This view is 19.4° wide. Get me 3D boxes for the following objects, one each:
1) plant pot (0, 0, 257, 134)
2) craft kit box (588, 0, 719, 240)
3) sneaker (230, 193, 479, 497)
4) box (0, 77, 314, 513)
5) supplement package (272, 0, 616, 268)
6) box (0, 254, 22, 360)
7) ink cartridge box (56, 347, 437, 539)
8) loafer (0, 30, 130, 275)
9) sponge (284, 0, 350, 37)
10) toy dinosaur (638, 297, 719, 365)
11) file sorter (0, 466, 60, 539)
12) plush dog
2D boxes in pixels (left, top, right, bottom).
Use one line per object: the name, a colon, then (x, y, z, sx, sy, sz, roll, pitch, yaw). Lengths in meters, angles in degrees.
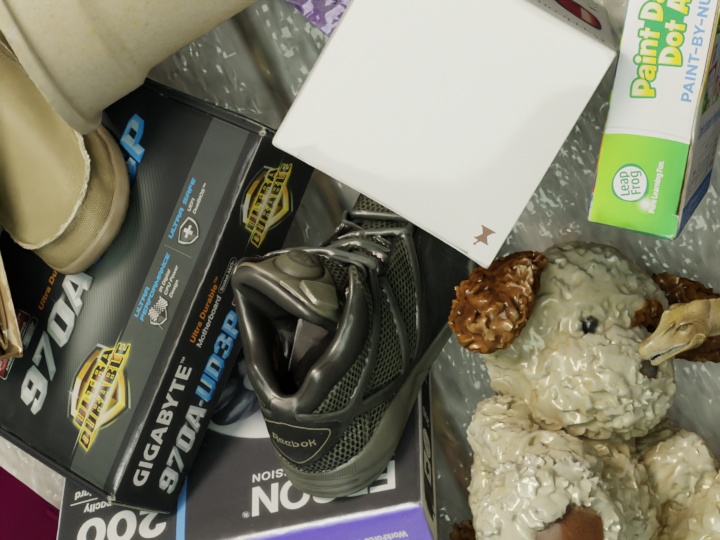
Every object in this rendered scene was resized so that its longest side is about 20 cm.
plant pot: (-0.091, -0.192, 1.005, 0.183, 0.200, 0.201, -23, 93, 5)
craft kit box: (0.154, -0.125, 0.975, 0.048, 0.200, 0.198, 14, 100, 11)
sneaker: (0.000, 0.000, 1.030, 0.076, 0.114, 0.199, 9, 56, 26)
box: (-0.122, 0.003, 1.076, 0.159, 0.046, 0.200, 25, 94, 42)
supplement package: (0.044, -0.092, 0.974, 0.114, 0.200, 0.110, 30, 103, -2)
box: (-0.242, -0.028, 1.098, 0.200, 0.021, 0.164, -7, 99, 57)
ink cartridge box: (-0.058, 0.113, 1.069, 0.198, 0.200, 0.043, -14, 136, 13)
loafer: (-0.185, -0.073, 1.076, 0.076, 0.067, 0.200, -52, 50, 16)
sponge: (-0.016, -0.190, 1.089, 0.200, 0.030, 0.112, 38, 104, 4)
toy dinosaur: (0.218, -0.013, 1.027, 0.200, 0.058, 0.101, -51, 127, -20)
file sorter: (-0.258, 0.198, 1.106, 0.125, 0.139, 0.200, 8, 71, 16)
plush dog: (0.111, 0.071, 1.052, 0.160, 0.200, 0.172, 1, 86, 54)
